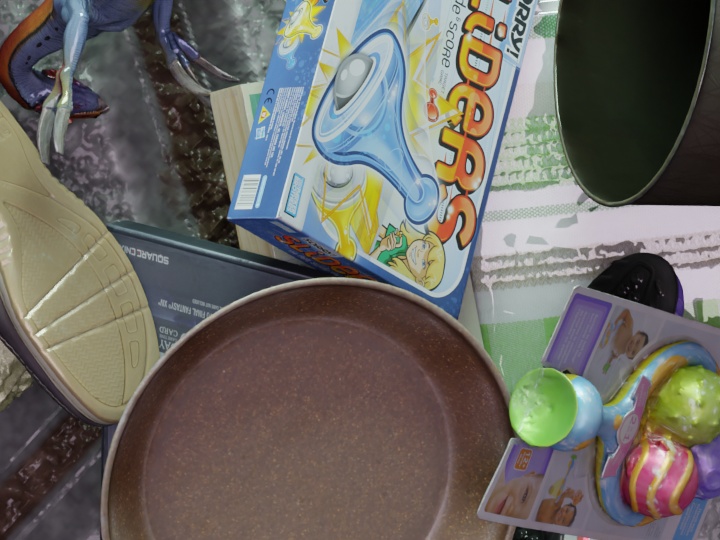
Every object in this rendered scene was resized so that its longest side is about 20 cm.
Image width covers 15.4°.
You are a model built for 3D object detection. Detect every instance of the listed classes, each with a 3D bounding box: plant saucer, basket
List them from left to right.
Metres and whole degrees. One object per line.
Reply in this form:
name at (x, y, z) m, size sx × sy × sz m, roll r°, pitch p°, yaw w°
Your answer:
plant saucer at (-0.024, 0.097, 1.209) m, size 0.200 × 0.037 × 0.201 m, roll -5°, pitch 105°, yaw -18°
basket at (0.212, -0.100, 1.272) m, size 0.199 × 0.136 × 0.181 m, roll 11°, pitch 72°, yaw -26°

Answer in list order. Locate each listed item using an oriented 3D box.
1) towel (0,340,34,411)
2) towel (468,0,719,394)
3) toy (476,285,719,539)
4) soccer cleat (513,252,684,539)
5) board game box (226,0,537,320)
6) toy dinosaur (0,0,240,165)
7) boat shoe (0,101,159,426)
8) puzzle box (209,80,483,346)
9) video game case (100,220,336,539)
towel at (-0.259, 0.053, 1.323) m, size 0.148 × 0.036 × 0.200 m, roll 42°, pitch 90°, yaw -4°
towel at (0.124, -0.040, 1.349) m, size 0.149 × 0.031 × 0.201 m, roll -5°, pitch 95°, yaw -1°
toy at (0.143, 0.081, 1.259) m, size 0.047 × 0.200 × 0.116 m, roll 26°, pitch 96°, yaw 39°
soccer cleat at (0.125, 0.088, 1.328) m, size 0.073 × 0.068 × 0.201 m, roll 11°, pitch 101°, yaw -37°
board game box at (0.017, -0.092, 1.252) m, size 0.135 × 0.034 × 0.201 m, roll 29°, pitch 69°, yaw -44°
toy dinosaur at (-0.106, -0.141, 1.278) m, size 0.181 × 0.105 × 0.201 m, roll -11°, pitch 73°, yaw 38°
boat shoe at (-0.170, -0.009, 1.281) m, size 0.072 × 0.065 × 0.200 m, roll -37°, pitch 93°, yaw -39°
puzzle box at (0.000, 0.000, 1.300) m, size 0.133 × 0.025 × 0.201 m, roll -12°, pitch 92°, yaw -44°
video game case at (-0.071, 0.087, 1.280) m, size 0.143 × 0.019 × 0.201 m, roll 14°, pitch 107°, yaw 40°
